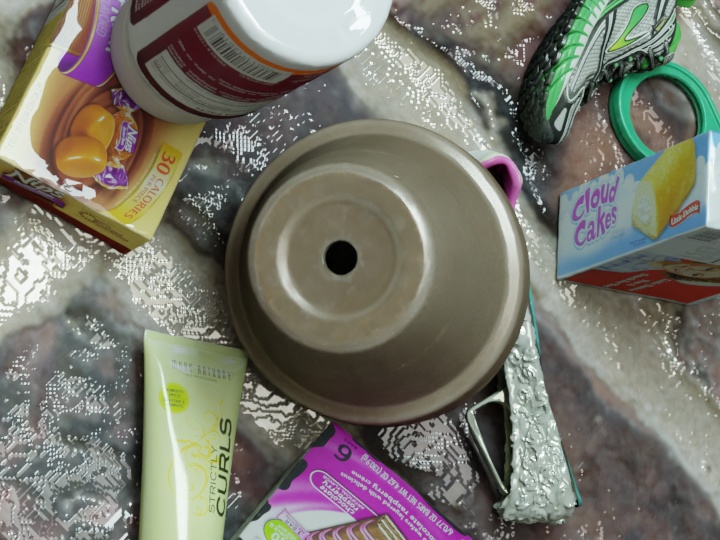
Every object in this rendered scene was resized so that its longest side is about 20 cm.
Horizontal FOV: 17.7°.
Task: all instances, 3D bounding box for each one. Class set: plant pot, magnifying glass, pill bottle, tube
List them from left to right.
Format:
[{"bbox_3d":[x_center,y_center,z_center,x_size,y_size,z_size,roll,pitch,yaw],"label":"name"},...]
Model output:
[{"bbox_3d":[-0.112,0.140,1.469,0.052,0.058,0.200,-1,72,16],"label":"tube"},{"bbox_3d":[-0.072,-0.155,1.399,0.114,0.200,0.114,5,79,-26],"label":"pill bottle"},{"bbox_3d":[0.000,0.000,1.436,0.200,0.175,0.200,0,88,9],"label":"plant pot"},{"bbox_3d":[0.262,-0.076,1.702,0.200,0.022,0.080,41,66,-10],"label":"magnifying glass"}]

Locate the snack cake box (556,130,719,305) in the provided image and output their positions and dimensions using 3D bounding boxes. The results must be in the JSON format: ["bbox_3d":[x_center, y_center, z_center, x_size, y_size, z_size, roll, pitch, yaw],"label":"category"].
[{"bbox_3d":[0.231,-0.032,1.576,0.115,0.200,0.067,9,76,-23],"label":"snack cake box"}]

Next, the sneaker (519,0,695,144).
[{"bbox_3d":[0.182,-0.164,1.642,0.085,0.078,0.200,37,67,-3],"label":"sneaker"}]

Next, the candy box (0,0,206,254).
[{"bbox_3d":[-0.153,-0.126,1.497,0.117,0.056,0.200,30,70,-18],"label":"candy box"}]

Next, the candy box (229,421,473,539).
[{"bbox_3d":[-0.023,0.203,1.436,0.136,0.061,0.200,40,42,0],"label":"candy box"}]

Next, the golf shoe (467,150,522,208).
[{"bbox_3d":[0.047,0.002,1.546,0.075,0.092,0.200,29,71,-19],"label":"golf shoe"}]

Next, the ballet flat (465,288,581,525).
[{"bbox_3d":[0.100,0.078,1.571,0.072,0.072,0.200,-9,84,-26],"label":"ballet flat"}]
